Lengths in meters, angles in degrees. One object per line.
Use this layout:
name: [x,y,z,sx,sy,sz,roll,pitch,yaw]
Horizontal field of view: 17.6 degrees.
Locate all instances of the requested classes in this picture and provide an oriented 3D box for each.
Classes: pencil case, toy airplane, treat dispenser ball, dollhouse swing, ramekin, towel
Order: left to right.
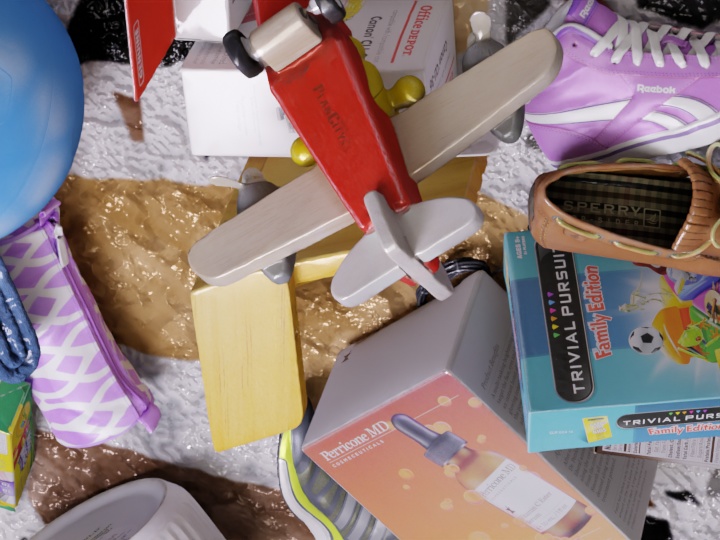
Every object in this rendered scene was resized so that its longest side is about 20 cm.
towel: [-0.306,0.013,1.651,0.200,0.048,0.112,20,139,49]
treat dispenser ball: [-0.281,-0.111,1.533,0.200,0.201,0.201,6,125,9]
pencil case: [-0.218,0.034,1.687,0.085,0.084,0.200,-9,123,22]
ramekin: [-0.187,0.244,1.760,0.200,0.200,0.105,-22,106,25]
dollhouse swing: [0.000,0.000,1.542,0.175,0.200,0.182,2,124,11]
toy airplane: [0.009,-0.068,1.389,0.199,0.141,0.200,15,89,19]

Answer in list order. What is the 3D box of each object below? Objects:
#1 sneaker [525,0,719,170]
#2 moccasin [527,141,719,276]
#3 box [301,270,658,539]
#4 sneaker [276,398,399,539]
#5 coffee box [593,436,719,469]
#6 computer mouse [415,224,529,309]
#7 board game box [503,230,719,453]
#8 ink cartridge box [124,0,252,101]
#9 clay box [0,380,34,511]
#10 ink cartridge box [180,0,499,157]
sneaker: [0.188,-0.136,1.486,0.200,0.073,0.114,-20,114,24]
moccasin: [0.209,-0.041,1.486,0.201,0.074,0.078,10,169,-2]
box: [0.087,0.125,1.647,0.200,0.106,0.152,43,131,-20]
sneaker: [-0.004,0.167,1.743,0.081,0.074,0.200,-17,126,15]
coffee box: [0.265,0.072,1.582,0.199,0.114,0.080,7,126,10]
computer mouse: [0.118,-0.015,1.613,0.200,0.034,0.059,-23,134,31]
board game box: [0.200,0.037,1.519,0.199,0.151,0.047,-5,140,0]
ink cartridge box: [-0.103,-0.229,1.426,0.043,0.174,0.201,5,125,10]
clay box: [-0.306,0.120,1.752,0.115,0.048,0.200,18,157,0]
ink cartridge box: [-0.004,-0.127,1.508,0.199,0.117,0.068,2,121,11]
